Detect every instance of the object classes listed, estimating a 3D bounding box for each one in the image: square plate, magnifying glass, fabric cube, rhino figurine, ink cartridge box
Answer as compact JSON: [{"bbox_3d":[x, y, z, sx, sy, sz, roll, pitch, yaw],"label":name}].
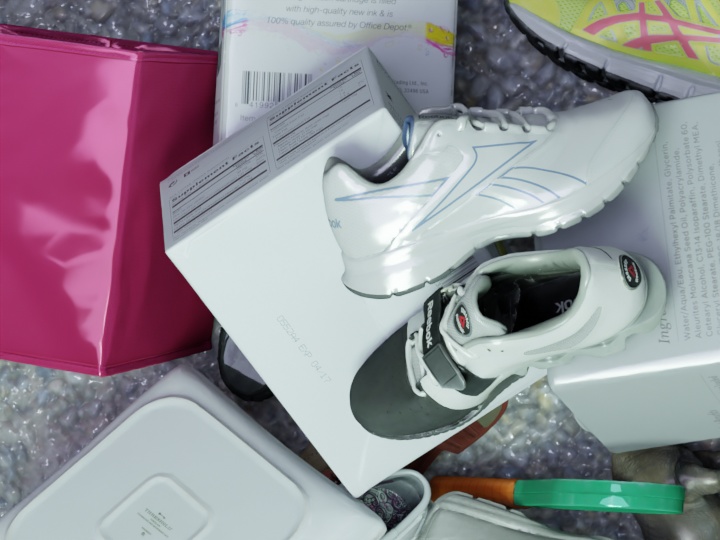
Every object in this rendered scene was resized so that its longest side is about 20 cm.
[{"bbox_3d":[-0.119,0.161,1.657,0.198,0.028,0.200,-40,52,-18],"label":"square plate"},{"bbox_3d":[0.117,0.137,1.705,0.200,0.079,0.022,-6,79,49],"label":"magnifying glass"},{"bbox_3d":[-0.205,-0.053,1.760,0.199,0.196,0.200,9,97,16],"label":"fabric cube"},{"bbox_3d":[0.201,0.133,1.715,0.087,0.060,0.201,-24,82,26],"label":"rhino figurine"},{"bbox_3d":[-0.016,-0.145,1.727,0.147,0.086,0.201,4,88,-6],"label":"ink cartridge box"}]

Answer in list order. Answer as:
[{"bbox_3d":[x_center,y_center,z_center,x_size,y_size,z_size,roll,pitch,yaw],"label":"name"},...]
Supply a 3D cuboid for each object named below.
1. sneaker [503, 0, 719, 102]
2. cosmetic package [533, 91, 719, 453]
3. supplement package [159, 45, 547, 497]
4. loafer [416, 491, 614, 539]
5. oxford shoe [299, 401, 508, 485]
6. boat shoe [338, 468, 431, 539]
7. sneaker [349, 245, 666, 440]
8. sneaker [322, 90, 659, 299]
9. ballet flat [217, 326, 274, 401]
[{"bbox_3d":[0.187,-0.150,1.705,0.199,0.078,0.091,20,90,9],"label":"sneaker"},{"bbox_3d":[0.215,-0.001,1.626,0.199,0.165,0.166,-9,70,15],"label":"cosmetic package"},{"bbox_3d":[0.000,0.000,1.648,0.156,0.111,0.200,-33,114,8],"label":"supplement package"},{"bbox_3d":[0.125,0.195,1.683,0.199,0.070,0.070,14,71,27],"label":"loafer"},{"bbox_3d":[0.006,0.106,1.782,0.200,0.070,0.075,-34,55,18],"label":"oxford shoe"},{"bbox_3d":[-0.040,0.176,1.688,0.199,0.069,0.072,-18,68,-26],"label":"boat shoe"},{"bbox_3d":[0.064,0.031,1.538,0.200,0.088,0.074,-28,63,25],"label":"sneaker"},{"bbox_3d":[0.071,-0.057,1.538,0.199,0.075,0.087,-25,108,-3],"label":"sneaker"},{"bbox_3d":[-0.047,-0.012,1.794,0.066,0.057,0.201,21,92,3],"label":"ballet flat"}]
